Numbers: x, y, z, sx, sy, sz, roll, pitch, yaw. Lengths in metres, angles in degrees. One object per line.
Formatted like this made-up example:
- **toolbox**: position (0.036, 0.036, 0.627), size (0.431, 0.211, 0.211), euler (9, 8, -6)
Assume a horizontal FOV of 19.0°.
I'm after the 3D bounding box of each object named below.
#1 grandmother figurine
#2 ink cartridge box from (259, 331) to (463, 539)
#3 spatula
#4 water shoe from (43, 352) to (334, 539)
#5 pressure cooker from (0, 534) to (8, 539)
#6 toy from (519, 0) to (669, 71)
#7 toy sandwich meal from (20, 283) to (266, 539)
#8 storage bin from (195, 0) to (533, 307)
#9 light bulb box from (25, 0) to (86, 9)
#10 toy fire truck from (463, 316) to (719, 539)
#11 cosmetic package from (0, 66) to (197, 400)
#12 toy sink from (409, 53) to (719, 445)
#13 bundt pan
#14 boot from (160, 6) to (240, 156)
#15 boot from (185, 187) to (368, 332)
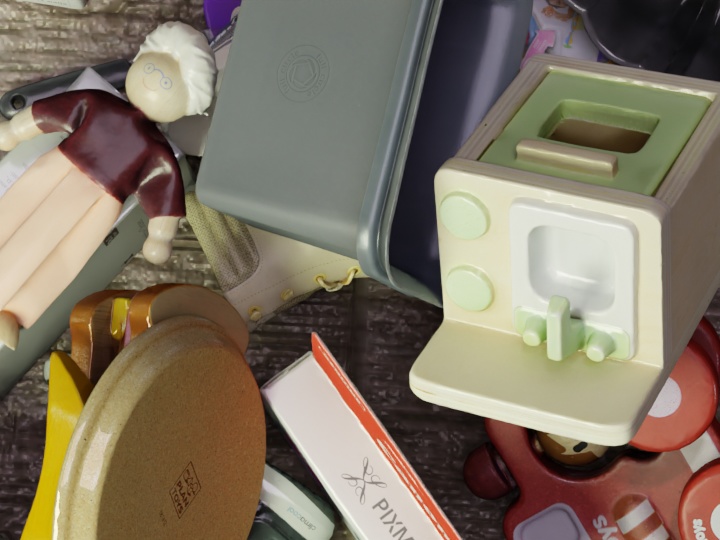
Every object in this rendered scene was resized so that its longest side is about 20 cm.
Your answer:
- **grandmother figurine**: position (-0.148, -0.051, 1.183), size (0.121, 0.061, 0.200), euler (39, 86, -5)
- **ink cartridge box**: position (0.015, 0.136, 1.204), size (0.043, 0.174, 0.201), euler (-35, 83, -5)
- **spatula**: position (-0.127, -0.129, 1.322), size (0.198, 0.021, 0.057), euler (-19, 81, -2)
- **water shoe**: position (-0.112, 0.122, 1.259), size (0.199, 0.072, 0.079), euler (32, 84, 5)
- **pressure cooker**: position (-0.240, 0.227, 1.187), size (0.174, 0.200, 0.180), euler (-8, 61, 21)
- **toy**: position (0.082, -0.132, 1.308), size (0.198, 0.047, 0.116), euler (14, 80, 2)
- **toy sandwich meal**: position (-0.121, 0.105, 1.159), size (0.070, 0.205, 0.207), euler (12, 80, 29)
- **storage bin**: position (0.002, -0.094, 1.188), size (0.133, 0.145, 0.202), euler (13, 86, 24)
- **light bulb box**: position (-0.257, -0.248, 1.251), size (0.196, 0.200, 0.126), euler (8, 82, 1)
- **toy fire truck**: position (0.152, 0.118, 1.239), size (0.167, 0.112, 0.201), euler (-32, 93, 14)
- **cosmetic package**: position (-0.193, -0.012, 1.260), size (0.081, 0.113, 0.200), euler (40, 85, 6)
- **toy sink**: position (0.117, -0.020, 1.156), size (0.129, 0.113, 0.200), euler (12, 40, 24)
- **bundt pan**: position (0.213, -0.203, 1.247), size (0.201, 0.202, 0.076), euler (35, 41, 5)
- **boot**: position (-0.046, -0.153, 1.299), size (0.199, 0.073, 0.090), euler (-33, 49, -5)
- **boot**: position (0.000, 0.000, 1.278), size (0.155, 0.073, 0.201), euler (-34, 93, 1)
